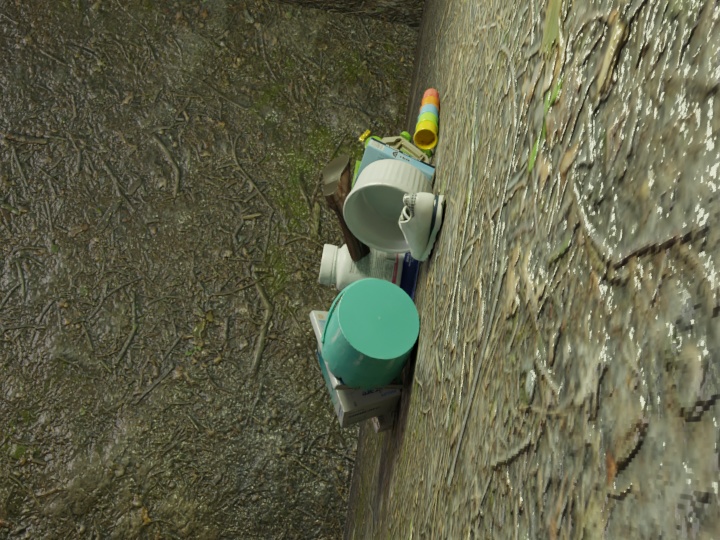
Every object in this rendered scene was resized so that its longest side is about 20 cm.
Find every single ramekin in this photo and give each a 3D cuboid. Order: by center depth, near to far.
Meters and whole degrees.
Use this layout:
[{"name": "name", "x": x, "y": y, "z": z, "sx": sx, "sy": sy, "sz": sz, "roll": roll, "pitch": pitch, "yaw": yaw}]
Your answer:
[{"name": "ramekin", "x": 0.067, "y": -0.143, "z": 1.396, "sx": 0.203, "sy": 0.194, "sz": 0.100, "roll": 100, "pitch": -173, "yaw": -51}]

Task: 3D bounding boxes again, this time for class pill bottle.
[{"name": "pill bottle", "x": 0.000, "y": 0.000, "z": 1.566, "sx": 0.113, "sy": 0.193, "sz": 0.117, "roll": -171, "pitch": 90, "yaw": -88}]

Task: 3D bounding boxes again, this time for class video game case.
[{"name": "video game case", "x": -0.009, "y": 0.177, "z": 1.434, "sx": 0.022, "sy": 0.178, "sz": 0.203, "roll": -56, "pitch": 42, "yaw": 35}]

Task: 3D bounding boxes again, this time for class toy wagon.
[{"name": "toy wagon", "x": 0.081, "y": -0.279, "z": 1.611, "sx": 0.156, "sy": 0.198, "sz": 0.040, "roll": -47, "pitch": -16, "yaw": -19}]

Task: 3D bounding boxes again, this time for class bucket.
[{"name": "bucket", "x": 0.023, "y": 0.127, "z": 1.329, "sx": 0.136, "sy": 0.201, "sz": 0.212, "roll": 115, "pitch": 167, "yaw": -55}]

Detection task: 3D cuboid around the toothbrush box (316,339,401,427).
[{"name": "toothbrush box", "x": -0.008, "y": 0.242, "z": 1.511, "sx": 0.086, "sy": 0.142, "sz": 0.203, "roll": 99, "pitch": 152, "yaw": -52}]

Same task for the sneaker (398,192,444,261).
[{"name": "sneaker", "x": 0.113, "y": -0.089, "z": 1.265, "sx": 0.202, "sy": 0.078, "sz": 0.078, "roll": 97, "pitch": -179, "yaw": -59}]

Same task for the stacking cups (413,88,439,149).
[{"name": "stacking cups", "x": 0.174, "y": -0.382, "z": 1.601, "sx": 0.062, "sy": 0.059, "sz": 0.203, "roll": 100, "pitch": -176, "yaw": -46}]

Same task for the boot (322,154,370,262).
[{"name": "boot", "x": -0.025, "y": -0.144, "z": 1.504, "sx": 0.189, "sy": 0.062, "sz": 0.203, "roll": -76, "pitch": -33, "yaw": -48}]

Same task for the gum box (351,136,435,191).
[{"name": "gum box", "x": 0.066, "y": -0.190, "z": 1.531, "sx": 0.045, "sy": 0.166, "sz": 0.203, "roll": -64, "pitch": -2, "yaw": -49}]

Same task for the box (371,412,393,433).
[{"name": "box", "x": 0.032, "y": 0.292, "z": 1.570, "sx": 0.039, "sy": 0.040, "sz": 0.205, "roll": 115, "pitch": 143, "yaw": -54}]

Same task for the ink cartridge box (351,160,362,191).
[{"name": "ink cartridge box", "x": 0.076, "y": -0.246, "z": 1.782, "sx": 0.076, "sy": 0.193, "sz": 0.152, "roll": 101, "pitch": 179, "yaw": -66}]

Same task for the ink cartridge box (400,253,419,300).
[{"name": "ink cartridge box", "x": 0.114, "y": 0.015, "z": 1.600, "sx": 0.200, "sy": 0.042, "sz": 0.203, "roll": -72, "pitch": -9, "yaw": -83}]
